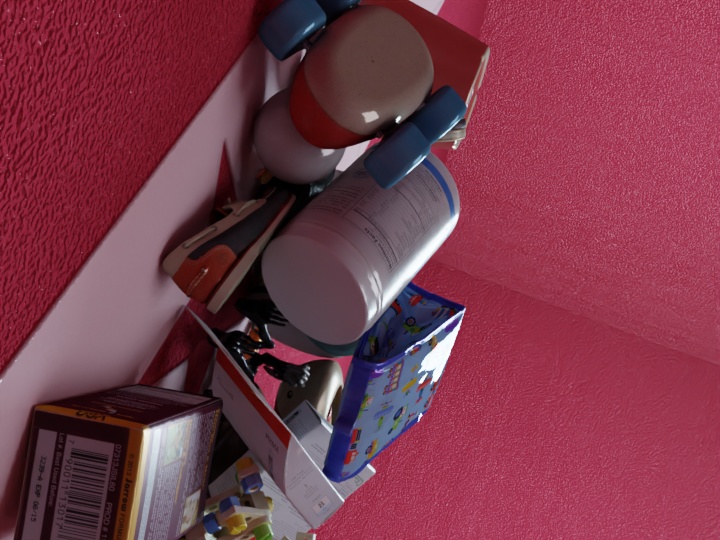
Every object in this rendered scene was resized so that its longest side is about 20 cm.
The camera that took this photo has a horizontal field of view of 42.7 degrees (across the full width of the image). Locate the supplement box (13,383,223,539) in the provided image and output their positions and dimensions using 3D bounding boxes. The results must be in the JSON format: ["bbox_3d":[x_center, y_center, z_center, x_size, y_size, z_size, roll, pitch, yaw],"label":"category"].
[{"bbox_3d":[-0.182,0.157,0.725,0.200,0.084,0.112,18,81,-83],"label":"supplement box"}]

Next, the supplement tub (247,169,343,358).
[{"bbox_3d":[-0.045,-0.008,1.149,0.145,0.143,0.202,90,21,-69],"label":"supplement tub"}]

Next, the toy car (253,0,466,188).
[{"bbox_3d":[-0.036,-0.155,0.909,0.199,0.185,0.177,-35,-171,42],"label":"toy car"}]

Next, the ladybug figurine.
[{"bbox_3d":[-0.069,0.189,1.176,0.202,0.071,0.137,95,14,-48],"label":"ladybug figurine"}]

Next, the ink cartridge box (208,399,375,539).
[{"bbox_3d":[-0.094,0.262,1.083,0.199,0.041,0.200,-41,146,-5],"label":"ink cartridge box"}]

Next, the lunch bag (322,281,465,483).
[{"bbox_3d":[0.022,0.122,0.972,0.200,0.093,0.152,-45,155,-58],"label":"lunch bag"}]

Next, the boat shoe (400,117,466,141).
[{"bbox_3d":[0.020,-0.184,0.983,0.072,0.197,0.066,-35,139,-67],"label":"boat shoe"}]

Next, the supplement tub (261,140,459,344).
[{"bbox_3d":[0.005,-0.034,0.941,0.200,0.131,0.133,-47,159,-40],"label":"supplement tub"}]

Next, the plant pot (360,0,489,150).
[{"bbox_3d":[0.069,-0.257,1.231,0.200,0.175,0.203,19,90,-83],"label":"plant pot"}]

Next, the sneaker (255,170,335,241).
[{"bbox_3d":[-0.075,-0.094,1.032,0.104,0.059,0.202,103,12,-70],"label":"sneaker"}]

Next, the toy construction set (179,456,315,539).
[{"bbox_3d":[-0.116,0.273,0.949,0.201,0.130,0.093,54,5,-45],"label":"toy construction set"}]

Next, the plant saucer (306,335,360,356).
[{"bbox_3d":[0.000,0.000,1.067,0.198,0.036,0.204,-3,95,-47],"label":"plant saucer"}]

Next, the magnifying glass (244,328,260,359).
[{"bbox_3d":[-0.112,0.025,1.226,0.080,0.022,0.202,93,19,-66],"label":"magnifying glass"}]

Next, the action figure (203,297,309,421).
[{"bbox_3d":[-0.126,0.126,1.065,0.119,0.101,0.201,-47,161,-33],"label":"action figure"}]

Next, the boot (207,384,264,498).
[{"bbox_3d":[-0.148,0.265,1.172,0.188,0.063,0.200,63,22,-17],"label":"boot"}]

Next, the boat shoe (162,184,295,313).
[{"bbox_3d":[-0.117,-0.035,0.863,0.071,0.062,0.201,-53,-176,34],"label":"boat shoe"}]

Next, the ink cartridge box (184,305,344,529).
[{"bbox_3d":[-0.107,0.145,0.899,0.047,0.160,0.201,-39,133,-9],"label":"ink cartridge box"}]
